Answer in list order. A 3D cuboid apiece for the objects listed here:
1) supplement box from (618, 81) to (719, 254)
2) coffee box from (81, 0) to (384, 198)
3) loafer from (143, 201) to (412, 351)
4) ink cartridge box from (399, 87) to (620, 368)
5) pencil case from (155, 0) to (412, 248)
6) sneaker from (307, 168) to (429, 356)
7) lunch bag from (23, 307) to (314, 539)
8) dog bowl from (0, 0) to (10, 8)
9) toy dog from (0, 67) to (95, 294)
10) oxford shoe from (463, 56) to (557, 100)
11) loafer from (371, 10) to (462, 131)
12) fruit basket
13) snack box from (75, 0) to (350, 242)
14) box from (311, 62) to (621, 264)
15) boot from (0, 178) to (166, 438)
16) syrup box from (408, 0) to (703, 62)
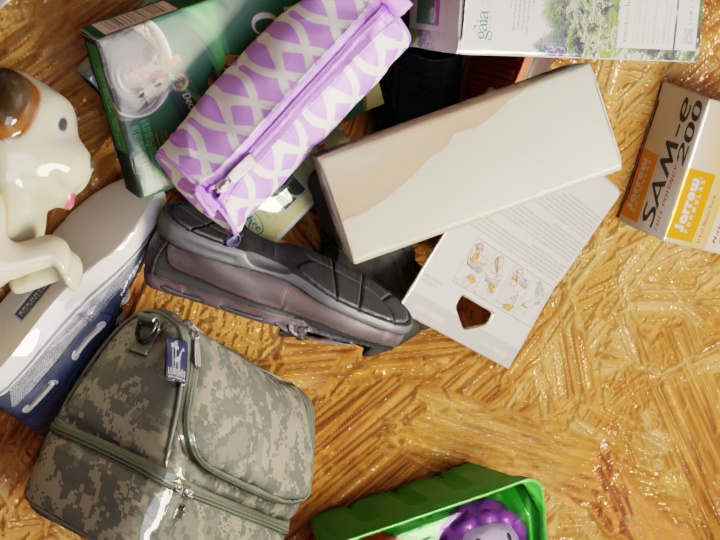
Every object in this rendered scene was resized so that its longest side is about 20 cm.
[{"bbox_3d":[0.335,-0.075,1.436,0.198,0.073,0.127,10,103,-28],"label":"supplement box"},{"bbox_3d":[-0.087,-0.144,1.179,0.198,0.044,0.124,-22,115,-20],"label":"coffee box"},{"bbox_3d":[-0.061,0.016,1.205,0.198,0.072,0.063,24,113,-10],"label":"loafer"},{"bbox_3d":[0.109,-0.028,1.314,0.177,0.045,0.200,-57,146,3],"label":"ink cartridge box"},{"bbox_3d":[-0.052,-0.116,1.130,0.084,0.085,0.200,42,84,-10],"label":"pencil case"},{"bbox_3d":[0.000,0.000,1.285,0.090,0.076,0.201,-35,133,-2],"label":"sneaker"},{"bbox_3d":[-0.128,0.132,1.228,0.200,0.138,0.169,35,75,-53],"label":"lunch bag"},{"bbox_3d":[-0.285,-0.247,1.082,0.198,0.059,0.202,-8,111,-23],"label":"dog bowl"},{"bbox_3d":[-0.267,-0.043,1.133,0.200,0.194,0.140,-48,165,-3],"label":"toy dog"},{"bbox_3d":[0.143,-0.179,1.309,0.072,0.071,0.202,20,98,-34],"label":"oxford shoe"},{"bbox_3d":[0.045,-0.160,1.266,0.067,0.070,0.203,-13,113,-21],"label":"loafer"},{"bbox_3d":[0.073,0.267,1.357,0.214,0.215,0.157,-16,114,-20],"label":"fruit basket"},{"bbox_3d":[-0.101,-0.116,1.230,0.116,0.037,0.200,-45,121,-6],"label":"snack box"},{"bbox_3d":[0.072,-0.076,1.170,0.198,0.095,0.078,-20,97,-4],"label":"box"},{"bbox_3d":[-0.199,0.026,1.224,0.200,0.073,0.090,-46,134,-1],"label":"boot"},{"bbox_3d":[0.137,-0.189,1.158,0.198,0.081,0.080,-2,102,-25],"label":"syrup box"}]
